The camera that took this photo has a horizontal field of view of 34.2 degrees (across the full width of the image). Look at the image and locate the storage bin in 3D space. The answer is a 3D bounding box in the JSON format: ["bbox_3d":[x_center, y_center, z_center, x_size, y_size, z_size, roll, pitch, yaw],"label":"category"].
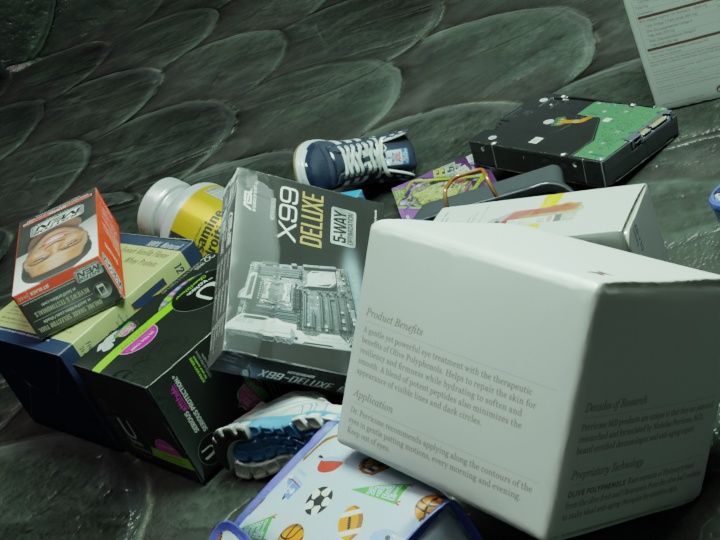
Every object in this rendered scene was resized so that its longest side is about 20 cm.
[{"bbox_3d":[0.131,-0.039,1.172,0.199,0.146,0.134,-17,18,17],"label":"storage bin"}]

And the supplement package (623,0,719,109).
[{"bbox_3d":[0.376,-0.307,1.350,0.117,0.200,0.117,-11,30,26],"label":"supplement package"}]

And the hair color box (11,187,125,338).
[{"bbox_3d":[-0.317,-0.013,1.276,0.101,0.061,0.200,-26,28,-2],"label":"hair color box"}]

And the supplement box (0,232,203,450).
[{"bbox_3d":[-0.281,0.070,1.314,0.200,0.134,0.200,7,41,46],"label":"supplement box"}]

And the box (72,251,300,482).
[{"bbox_3d":[-0.157,0.091,1.187,0.148,0.125,0.200,7,40,47],"label":"box"}]

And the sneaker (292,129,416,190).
[{"bbox_3d":[0.001,-0.135,1.452,0.108,0.070,0.200,-7,4,25],"label":"sneaker"}]

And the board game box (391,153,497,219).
[{"bbox_3d":[0.106,-0.071,1.353,0.120,0.032,0.200,-19,27,3],"label":"board game box"}]

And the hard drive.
[{"bbox_3d":[0.243,-0.153,1.346,0.140,0.038,0.200,-35,32,-31],"label":"hard drive"}]

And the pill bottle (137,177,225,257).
[{"bbox_3d":[-0.159,-0.035,1.351,0.200,0.112,0.112,26,53,28],"label":"pill bottle"}]

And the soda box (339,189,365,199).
[{"bbox_3d":[-0.082,-0.042,1.421,0.200,0.064,0.068,-8,32,32],"label":"soda box"}]

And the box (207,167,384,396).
[{"bbox_3d":[-0.058,0.011,1.121,0.050,0.157,0.201,133,146,-53],"label":"box"}]

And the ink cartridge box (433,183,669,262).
[{"bbox_3d":[0.167,0.014,1.027,0.200,0.145,0.083,-5,32,33],"label":"ink cartridge box"}]

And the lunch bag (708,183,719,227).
[{"bbox_3d":[0.417,-0.085,1.068,0.200,0.076,0.160,-40,28,-28],"label":"lunch bag"}]

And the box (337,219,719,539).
[{"bbox_3d":[0.127,0.065,0.837,0.200,0.172,0.199,-1,14,-45],"label":"box"}]

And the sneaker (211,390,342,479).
[{"bbox_3d":[-0.040,0.139,1.066,0.200,0.075,0.087,-3,29,36],"label":"sneaker"}]

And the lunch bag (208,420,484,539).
[{"bbox_3d":[-0.025,0.229,0.843,0.200,0.124,0.170,-45,31,-12],"label":"lunch bag"}]
